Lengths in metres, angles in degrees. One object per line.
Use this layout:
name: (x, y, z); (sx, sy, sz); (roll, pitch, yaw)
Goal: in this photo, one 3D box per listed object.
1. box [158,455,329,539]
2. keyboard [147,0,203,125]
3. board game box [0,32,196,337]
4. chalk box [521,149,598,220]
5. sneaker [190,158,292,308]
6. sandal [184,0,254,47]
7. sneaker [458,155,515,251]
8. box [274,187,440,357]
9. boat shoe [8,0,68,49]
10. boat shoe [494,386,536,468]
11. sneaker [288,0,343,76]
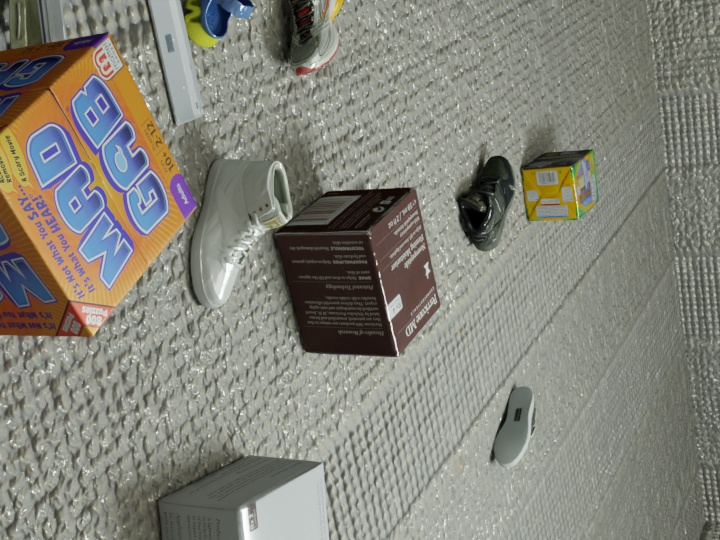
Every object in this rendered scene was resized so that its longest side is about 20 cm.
box: (-0.142, 0.363, 1.413); (0.199, 0.129, 0.201); (-15, 103, -59)
keyboard: (-0.237, -0.287, 1.385); (0.056, 0.011, 0.202); (-31, 116, -51)
board game box: (-0.318, -0.078, 1.046); (0.201, 0.198, 0.201); (-59, 136, -42)
chalk box: (0.458, -0.197, 2.472); (0.200, 0.123, 0.125); (-32, 116, -55)
sneaker: (-0.150, -0.050, 1.424); (0.074, 0.114, 0.202); (24, 70, -59)
sandal: (-0.179, -0.393, 1.412); (0.079, 0.086, 0.203); (-12, 98, -57)
sneaker: (0.250, -0.151, 2.157); (0.114, 0.075, 0.201); (49, 53, -56)
box: (0.000, 0.000, 1.632); (0.166, 0.163, 0.202); (-44, 127, -51)
boat shoe: (-0.346, -0.312, 1.139); (0.072, 0.061, 0.202); (144, -64, -74)
boat shoe: (0.333, 0.338, 2.296); (0.064, 0.070, 0.201); (63, 38, -36)
sneaker: (-0.078, -0.372, 1.607); (0.082, 0.077, 0.202); (40, 46, -48)
